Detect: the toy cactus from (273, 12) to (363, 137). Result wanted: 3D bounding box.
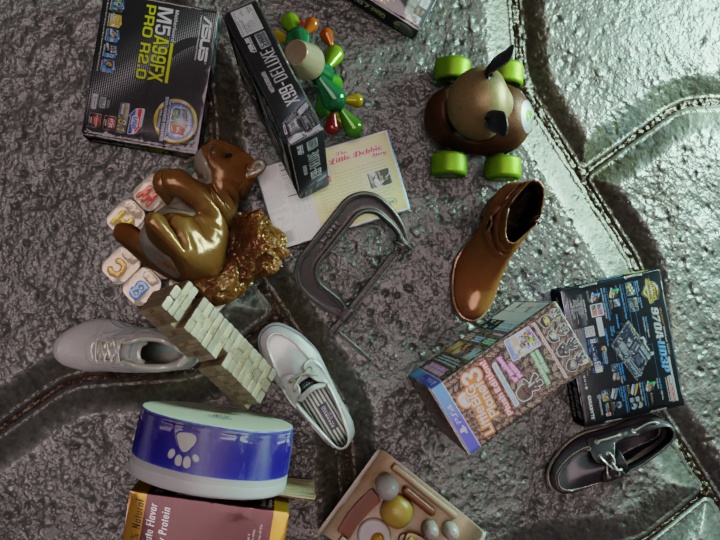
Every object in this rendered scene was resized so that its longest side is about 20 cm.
[{"bbox_3d":[-0.068,-0.268,0.946,0.101,0.165,0.204,-21,85,13],"label":"toy cactus"}]

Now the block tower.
[{"bbox_3d":[-0.191,0.098,0.918,0.201,0.057,0.055,52,46,-28],"label":"block tower"}]

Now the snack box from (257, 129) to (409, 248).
[{"bbox_3d":[-0.039,-0.113,0.999,0.196,0.037,0.119,-17,91,-6],"label":"snack box"}]

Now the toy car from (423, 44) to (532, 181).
[{"bbox_3d":[0.175,-0.220,0.945,0.154,0.200,0.168,2,88,-6],"label":"toy car"}]

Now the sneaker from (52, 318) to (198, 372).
[{"bbox_3d":[-0.313,0.102,0.941,0.195,0.080,0.072,1,89,-5],"label":"sneaker"}]

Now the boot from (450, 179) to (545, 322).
[{"bbox_3d":[0.190,-0.025,0.961,0.076,0.155,0.203,26,85,-5],"label":"boot"}]

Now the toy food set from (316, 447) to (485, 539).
[{"bbox_3d":[0.057,0.364,0.979,0.199,0.060,0.144,39,84,-3],"label":"toy food set"}]

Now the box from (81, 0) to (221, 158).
[{"bbox_3d":[-0.285,-0.267,0.974,0.157,0.044,0.205,9,87,-5],"label":"box"}]

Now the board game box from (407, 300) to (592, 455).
[{"bbox_3d":[0.181,0.135,0.952,0.198,0.159,0.098,-33,91,-6],"label":"board game box"}]

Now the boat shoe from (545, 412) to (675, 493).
[{"bbox_3d":[0.360,0.263,1.015,0.197,0.063,0.074,-25,91,-6],"label":"boat shoe"}]

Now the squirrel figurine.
[{"bbox_3d":[-0.187,-0.066,0.933,0.200,0.141,0.188,44,61,-18],"label":"squirrel figurine"}]

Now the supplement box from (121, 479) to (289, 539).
[{"bbox_3d":[-0.203,0.379,0.914,0.195,0.133,0.202,9,87,-6],"label":"supplement box"}]

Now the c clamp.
[{"bbox_3d":[0.000,0.000,0.991,0.169,0.027,0.202,33,96,-11],"label":"c clamp"}]

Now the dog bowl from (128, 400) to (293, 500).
[{"bbox_3d":[-0.184,0.221,0.889,0.196,0.200,0.081,11,85,-6],"label":"dog bowl"}]

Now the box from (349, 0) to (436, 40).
[{"bbox_3d":[0.059,-0.464,1.018,0.159,0.049,0.203,30,85,-7],"label":"box"}]

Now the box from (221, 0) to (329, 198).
[{"bbox_3d":[-0.105,-0.216,0.912,0.049,0.158,0.203,-25,75,-8],"label":"box"}]

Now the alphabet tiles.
[{"bbox_3d":[-0.248,-0.032,0.972,0.200,0.015,0.196,45,77,-3],"label":"alphabet tiles"}]

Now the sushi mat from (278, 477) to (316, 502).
[{"bbox_3d":[-0.156,0.280,0.941,0.195,0.096,0.012,11,86,-6],"label":"sushi mat"}]

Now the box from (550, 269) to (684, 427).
[{"bbox_3d":[0.373,0.112,1.031,0.155,0.046,0.205,-11,89,-7],"label":"box"}]

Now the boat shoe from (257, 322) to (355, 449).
[{"bbox_3d":[-0.069,0.156,0.970,0.073,0.067,0.201,-39,92,-6],"label":"boat shoe"}]
